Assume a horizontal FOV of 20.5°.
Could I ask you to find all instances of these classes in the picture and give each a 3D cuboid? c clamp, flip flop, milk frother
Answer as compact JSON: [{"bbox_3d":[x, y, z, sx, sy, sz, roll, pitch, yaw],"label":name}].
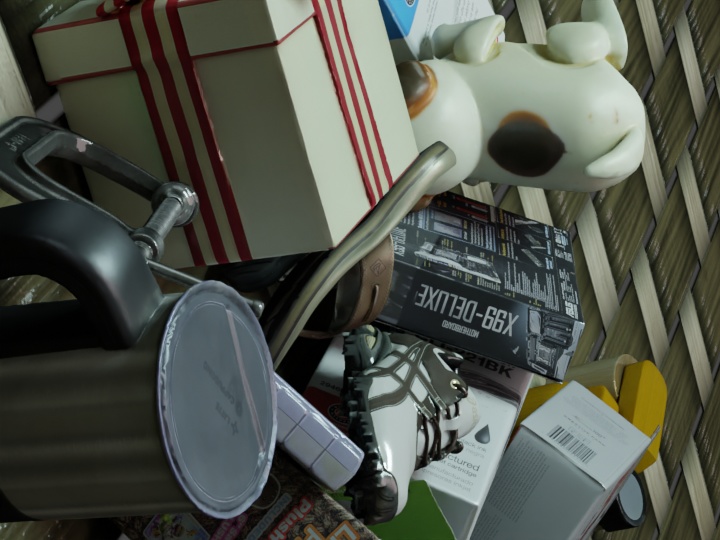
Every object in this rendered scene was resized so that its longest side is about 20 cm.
[{"bbox_3d":[-0.133,-0.033,1.094,0.027,0.170,0.200,-63,-171,13],"label":"c clamp"},{"bbox_3d":[0.000,0.000,1.307,0.058,0.081,0.200,45,78,-10],"label":"flip flop"},{"bbox_3d":[-0.169,0.087,0.963,0.181,0.186,0.201,55,38,-44],"label":"milk frother"}]

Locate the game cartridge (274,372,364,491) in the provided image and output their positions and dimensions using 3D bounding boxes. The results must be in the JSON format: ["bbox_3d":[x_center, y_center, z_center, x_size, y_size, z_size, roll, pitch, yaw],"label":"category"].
[{"bbox_3d":[-0.060,0.076,1.188,0.039,0.129,0.200,-53,-175,-6],"label":"game cartridge"}]

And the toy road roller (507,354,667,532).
[{"bbox_3d":[0.183,0.139,1.779,0.146,0.122,0.201,52,39,-31],"label":"toy road roller"}]

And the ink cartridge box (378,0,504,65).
[{"bbox_3d":[0.036,-0.196,1.579,0.201,0.083,0.147,57,36,-45],"label":"ink cartridge box"}]

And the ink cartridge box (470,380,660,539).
[{"bbox_3d":[0.138,0.198,1.584,0.201,0.084,0.175,-59,166,22],"label":"ink cartridge box"}]

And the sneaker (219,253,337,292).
[{"bbox_3d":[-0.033,-0.018,1.406,0.200,0.073,0.089,-51,127,-56],"label":"sneaker"}]

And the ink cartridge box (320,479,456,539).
[{"bbox_3d":[0.007,0.238,1.349,0.201,0.146,0.076,63,34,-35],"label":"ink cartridge box"}]

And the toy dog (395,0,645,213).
[{"bbox_3d":[0.097,-0.103,1.456,0.195,0.198,0.140,-105,-167,-47],"label":"toy dog"}]

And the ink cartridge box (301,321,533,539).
[{"bbox_3d":[0.035,0.105,1.422,0.200,0.143,0.084,-61,171,-52],"label":"ink cartridge box"}]

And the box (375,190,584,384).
[{"bbox_3d":[0.080,0.000,1.461,0.200,0.156,0.050,-84,-168,-70],"label":"box"}]

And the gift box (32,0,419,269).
[{"bbox_3d":[-0.065,-0.124,1.230,0.185,0.198,0.188,-56,132,-61],"label":"gift box"}]

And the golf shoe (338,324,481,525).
[{"bbox_3d":[0.033,0.093,1.274,0.201,0.093,0.078,-90,-174,-62],"label":"golf shoe"}]

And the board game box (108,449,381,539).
[{"bbox_3d":[-0.036,0.184,1.191,0.097,0.200,0.160,-49,140,-6],"label":"board game box"}]
